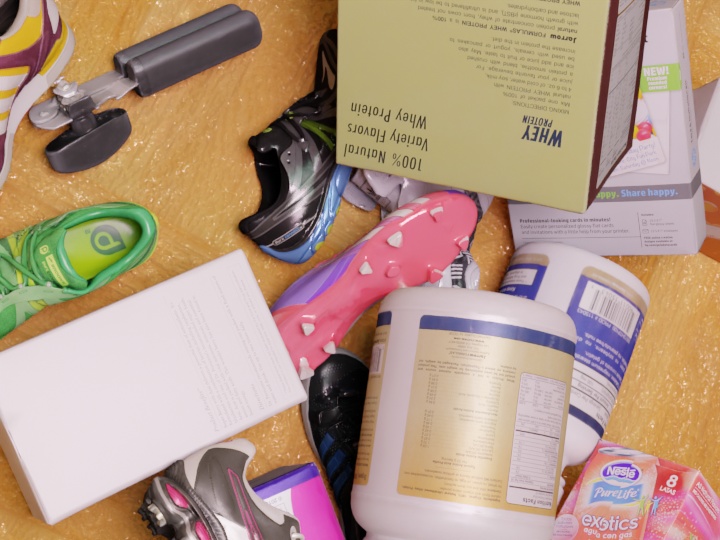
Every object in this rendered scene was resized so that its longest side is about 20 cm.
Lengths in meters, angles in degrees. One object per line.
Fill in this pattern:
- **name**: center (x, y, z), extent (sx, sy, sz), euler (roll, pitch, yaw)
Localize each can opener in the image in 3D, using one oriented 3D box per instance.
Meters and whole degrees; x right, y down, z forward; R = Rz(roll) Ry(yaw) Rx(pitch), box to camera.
- **can opener**: center (-0.167, -0.148, 1.011), extent (0.200, 0.053, 0.067), euler (-33, 127, -19)

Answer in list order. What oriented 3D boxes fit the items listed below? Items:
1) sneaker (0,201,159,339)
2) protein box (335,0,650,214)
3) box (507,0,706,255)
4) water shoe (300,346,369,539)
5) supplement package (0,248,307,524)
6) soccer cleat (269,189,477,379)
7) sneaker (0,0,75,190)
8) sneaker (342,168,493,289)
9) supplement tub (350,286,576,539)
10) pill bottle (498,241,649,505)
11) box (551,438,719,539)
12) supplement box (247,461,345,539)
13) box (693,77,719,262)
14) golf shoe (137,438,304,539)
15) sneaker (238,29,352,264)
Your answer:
- **sneaker**: center (-0.238, -0.003, 0.938), extent (0.200, 0.084, 0.074), euler (-30, 92, -20)
- **protein box**: center (0.098, -0.174, 0.936), extent (0.135, 0.198, 0.201), euler (-45, 142, -54)
- **box**: center (0.188, -0.110, 1.031), extent (0.041, 0.155, 0.201), euler (-44, 129, -55)
- **water shoe**: center (0.010, 0.153, 1.000), extent (0.071, 0.079, 0.201), euler (-14, 86, -20)
- **supplement package**: center (-0.163, 0.083, 0.931), extent (0.199, 0.120, 0.122), euler (-24, 91, -21)
- **soccer cleat**: center (0.000, 0.000, 0.985), extent (0.200, 0.077, 0.067), euler (-42, 125, 8)
- **sneaker**: center (-0.284, -0.126, 0.930), extent (0.075, 0.090, 0.201), euler (12, 67, 21)
- **sneaker**: center (0.039, -0.029, 1.044), extent (0.114, 0.075, 0.201), euler (18, 72, -14)
- **supplement tub**: center (0.071, 0.121, 0.908), extent (0.144, 0.144, 0.201), euler (11, 81, -17)
- **pill bottle**: center (0.145, 0.090, 1.034), extent (0.119, 0.120, 0.201), euler (27, 74, -13)
- **box**: center (0.241, 0.232, 1.013), extent (0.103, 0.094, 0.200), euler (-57, 132, -19)
- **supplement box**: center (-0.054, 0.254, 0.950), extent (0.101, 0.103, 0.201), euler (-20, 87, -20)
- **box**: center (0.346, -0.067, 1.124), extent (0.199, 0.124, 0.098), euler (27, 74, -12)
- **golf shoe**: center (-0.064, 0.209, 0.863), extent (0.088, 0.077, 0.201), euler (-31, 92, -26)
- **sneaker**: center (-0.044, -0.107, 1.028), extent (0.082, 0.071, 0.200), euler (21, 76, -17)
